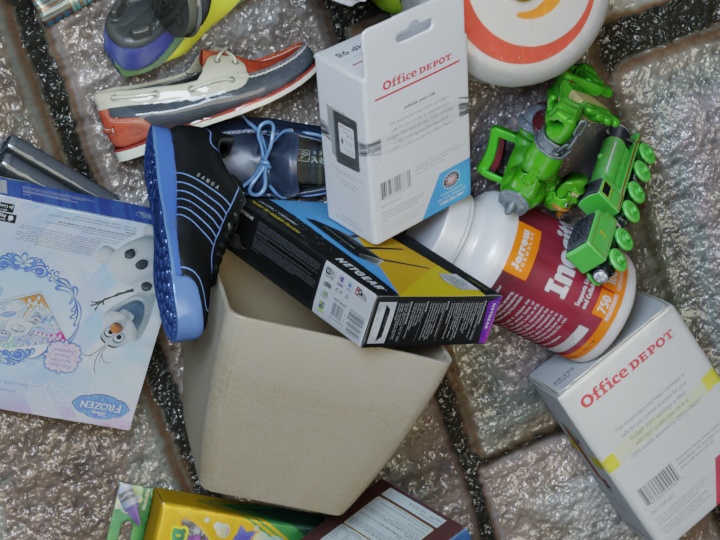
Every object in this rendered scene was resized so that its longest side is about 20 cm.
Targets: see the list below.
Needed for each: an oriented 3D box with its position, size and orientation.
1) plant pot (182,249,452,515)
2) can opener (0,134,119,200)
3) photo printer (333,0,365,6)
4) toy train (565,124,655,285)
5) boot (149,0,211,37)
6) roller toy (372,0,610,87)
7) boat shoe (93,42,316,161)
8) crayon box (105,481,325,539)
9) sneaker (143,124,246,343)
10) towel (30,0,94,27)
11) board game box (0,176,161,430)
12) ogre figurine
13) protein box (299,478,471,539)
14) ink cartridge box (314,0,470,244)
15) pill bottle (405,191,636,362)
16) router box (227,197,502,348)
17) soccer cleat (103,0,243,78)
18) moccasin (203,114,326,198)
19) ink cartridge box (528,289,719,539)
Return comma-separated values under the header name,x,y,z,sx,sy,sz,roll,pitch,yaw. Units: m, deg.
name,x,y,z,sx,sy,sz,roll,pitch,yaw
plant pot,-0.060,0.096,1.507,0.198,0.200,0.179,13,108,-18
can opener,-0.301,-0.083,1.476,0.199,0.053,0.067,27,126,-18
photo printer,-0.028,-0.328,1.407,0.166,0.069,0.202,34,63,-30
toy train,0.228,-0.064,1.578,0.056,0.201,0.042,42,131,-17
boot,-0.086,-0.278,1.443,0.198,0.072,0.184,-3,69,-33
roller toy,0.124,-0.257,1.517,0.200,0.140,0.183,-41,109,-6
boat shoe,-0.132,-0.160,1.499,0.198,0.071,0.063,-23,103,-7
crayon box,-0.136,0.276,1.584,0.198,0.052,0.127,12,96,-18
sneaker,-0.130,-0.034,1.416,0.077,0.070,0.202,1,62,-17
towel,-0.218,-0.318,1.466,0.199,0.022,0.147,-32,107,-9
board game box,-0.269,0.028,1.475,0.198,0.043,0.201,12,113,-19
ogre figurine,0.169,-0.117,1.547,0.097,0.200,0.120,25,113,-18
protein box,0.011,0.340,1.555,0.199,0.135,0.200,-33,120,-23
ink cartridge box,0.029,-0.138,1.447,0.115,0.067,0.202,-27,131,-30
pill bottle,0.144,-0.002,1.584,0.199,0.113,0.114,24,93,-19
router box,0.000,0.000,1.473,0.148,0.200,0.052,1,114,-43
soccer cleat,-0.139,-0.235,1.490,0.200,0.084,0.065,-36,72,-23
moccasin,-0.065,-0.103,1.526,0.198,0.068,0.081,-6,102,-15
ink cartridge box,0.278,0.142,1.666,0.145,0.083,0.201,-37,109,-7
